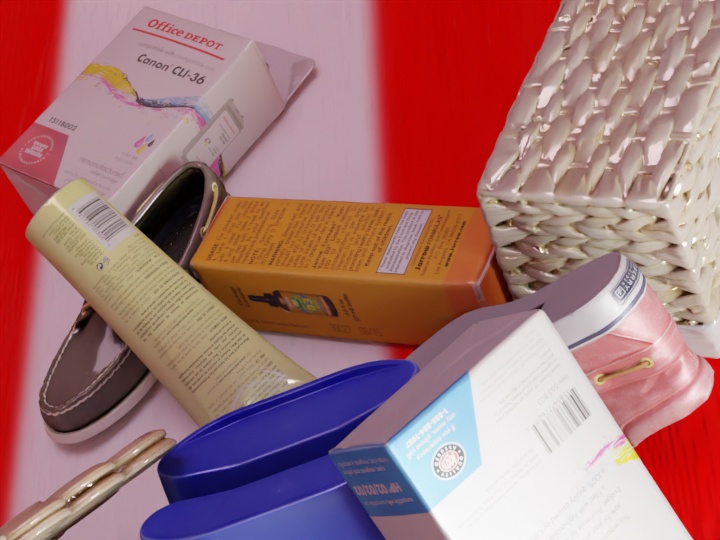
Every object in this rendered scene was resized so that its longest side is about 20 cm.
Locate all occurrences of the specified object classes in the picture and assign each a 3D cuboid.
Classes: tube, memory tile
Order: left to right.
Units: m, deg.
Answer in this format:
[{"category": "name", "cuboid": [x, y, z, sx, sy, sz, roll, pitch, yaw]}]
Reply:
[{"category": "memory tile", "cuboid": [-0.191, 0.150, 1.091, 0.153, 0.017, 0.200, -39, -4, 32]}, {"category": "tube", "cuboid": [-0.116, 0.030, 1.254, 0.200, 0.052, 0.058, 43, 114, 9]}]

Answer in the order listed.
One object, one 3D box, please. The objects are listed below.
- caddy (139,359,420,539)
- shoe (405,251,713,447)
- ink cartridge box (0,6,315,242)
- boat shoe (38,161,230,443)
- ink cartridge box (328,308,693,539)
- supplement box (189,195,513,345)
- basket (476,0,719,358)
[{"category": "caddy", "cuboid": [-0.022, 0.137, 1.120, 0.199, 0.105, 0.142, -21, 24, 14]}, {"category": "shoe", "cuboid": [0.100, 0.065, 1.154, 0.199, 0.091, 0.072, -27, 20, 44]}, {"category": "ink cartridge box", "cuboid": [-0.136, -0.108, 1.426, 0.116, 0.068, 0.200, 21, 61, 38]}, {"category": "boat shoe", "cuboid": [-0.144, 0.018, 1.318, 0.072, 0.060, 0.202, 14, 57, 35]}, {"category": "ink cartridge box", "cuboid": [0.090, 0.135, 1.034, 0.115, 0.201, 0.068, -38, 10, -27]}, {"category": "supplement box", "cuboid": [0.000, 0.000, 1.263, 0.198, 0.067, 0.069, 3, 51, 27]}, {"category": "basket", "cuboid": [0.165, -0.067, 1.205, 0.135, 0.124, 0.201, 5, 53, 30]}]
